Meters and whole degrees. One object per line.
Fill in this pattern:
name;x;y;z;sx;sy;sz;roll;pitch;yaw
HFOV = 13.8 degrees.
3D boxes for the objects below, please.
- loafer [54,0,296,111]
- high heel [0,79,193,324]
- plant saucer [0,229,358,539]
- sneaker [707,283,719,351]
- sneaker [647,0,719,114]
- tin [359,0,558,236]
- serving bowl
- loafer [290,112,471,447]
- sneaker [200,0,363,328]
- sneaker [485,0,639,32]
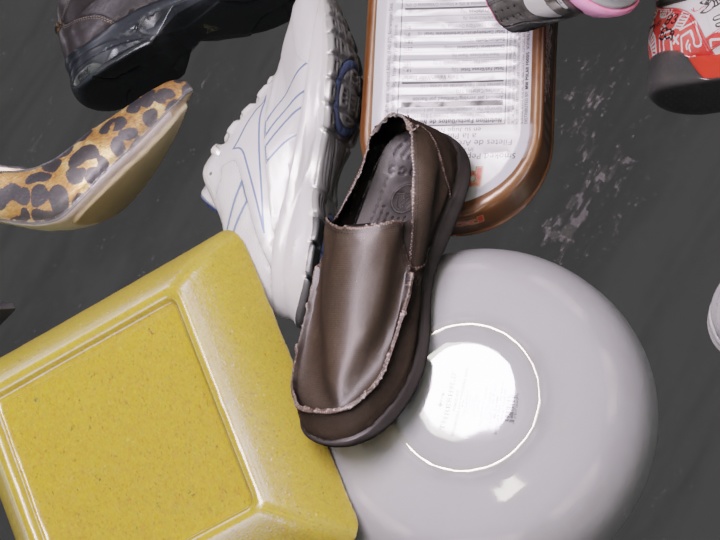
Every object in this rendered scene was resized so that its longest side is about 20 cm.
loafer;-0.091;-0.172;1.753;0.199;0.073;0.073;-26;66;2
high heel;-0.204;-0.076;1.744;0.200;0.071;0.143;-44;76;6
plant saucer;-0.125;0.103;1.664;0.199;0.048;0.201;-29;70;18
sneaker;0.267;-0.035;1.627;0.075;0.089;0.200;37;79;20
sneaker;0.254;-0.154;1.657;0.201;0.067;0.108;-6;70;30
tin;0.056;-0.120;1.725;0.111;0.042;0.201;-2;74;16
serving bowl;0.064;0.078;1.649;0.199;0.066;0.201;-3;74;10
loafer;0.000;0.000;1.627;0.073;0.071;0.201;-1;61;30
sneaker;-0.048;-0.068;1.714;0.087;0.075;0.201;4;74;18
sneaker;0.127;-0.198;1.686;0.095;0.200;0.079;-25;109;39
